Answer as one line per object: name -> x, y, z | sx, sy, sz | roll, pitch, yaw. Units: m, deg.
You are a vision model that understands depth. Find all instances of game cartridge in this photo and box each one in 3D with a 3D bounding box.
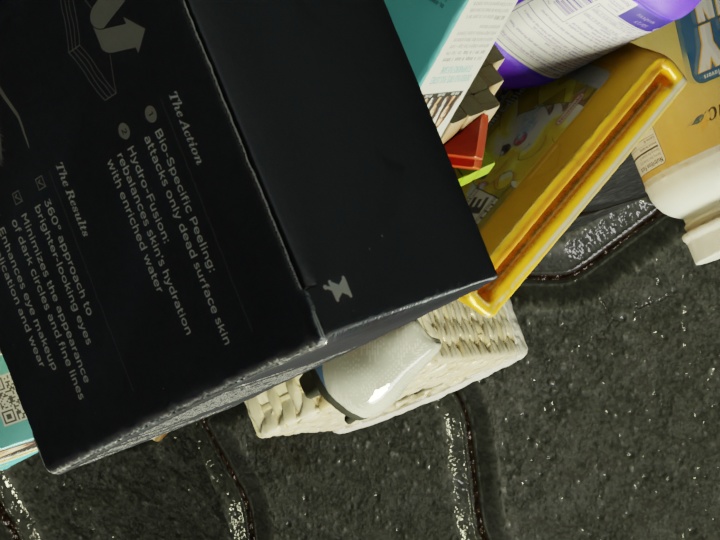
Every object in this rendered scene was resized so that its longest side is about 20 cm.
game cartridge -> 0.076, -0.074, 1.420 | 0.176, 0.032, 0.200 | -50, -148, -4

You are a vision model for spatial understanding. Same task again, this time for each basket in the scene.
basket -> -0.004, 0.016, 2.004 | 0.198, 0.200, 0.161 | -24, 168, 27

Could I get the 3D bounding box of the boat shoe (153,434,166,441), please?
boat shoe -> -0.113, 0.048, 1.344 | 0.073, 0.063, 0.200 | -49, 176, -5

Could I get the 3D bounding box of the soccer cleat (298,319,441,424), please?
soccer cleat -> 0.000, 0.000, 1.382 | 0.086, 0.200, 0.070 | -40, 129, 20

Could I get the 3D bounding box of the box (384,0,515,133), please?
box -> 0.010, -0.082, 1.159 | 0.200, 0.049, 0.082 | -60, 166, 15

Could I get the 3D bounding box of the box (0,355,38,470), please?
box -> -0.192, 0.076, 1.269 | 0.082, 0.049, 0.200 | -19, 176, -30

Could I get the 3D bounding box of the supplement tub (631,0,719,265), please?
supplement tub -> 0.219, -0.118, 1.454 | 0.145, 0.200, 0.145 | -22, 175, -2

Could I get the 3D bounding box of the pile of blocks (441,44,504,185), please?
pile of blocks -> 0.017, -0.032, 1.295 | 0.200, 0.062, 0.082 | -44, 162, 30

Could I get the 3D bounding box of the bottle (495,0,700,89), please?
bottle -> 0.095, -0.143, 1.368 | 0.200, 0.065, 0.084 | -26, 140, 37

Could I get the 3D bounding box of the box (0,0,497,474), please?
box -> -0.076, -0.041, 1.061 | 0.117, 0.197, 0.200 | -17, 173, -45
